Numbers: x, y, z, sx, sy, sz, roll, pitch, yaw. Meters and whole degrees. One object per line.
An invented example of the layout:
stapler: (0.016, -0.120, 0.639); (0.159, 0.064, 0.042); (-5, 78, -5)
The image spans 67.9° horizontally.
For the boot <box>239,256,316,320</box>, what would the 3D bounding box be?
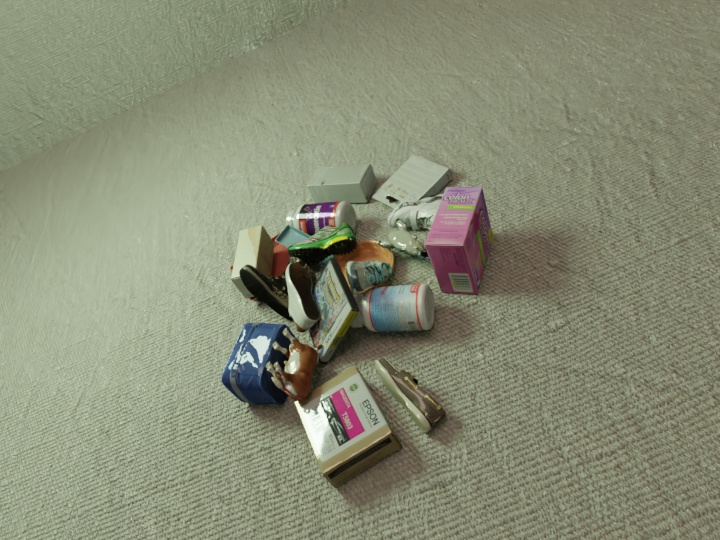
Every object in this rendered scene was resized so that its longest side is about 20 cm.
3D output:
boot: (-0.218, 0.021, 1.454); (0.073, 0.200, 0.151); (-32, 21, 50)

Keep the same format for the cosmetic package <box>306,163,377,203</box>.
cosmetic package: (-0.058, -0.278, 1.725); (0.199, 0.090, 0.107); (-2, 45, 28)

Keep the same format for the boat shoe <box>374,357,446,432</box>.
boat shoe: (0.102, 0.256, 1.150); (0.059, 0.072, 0.200); (-31, 47, -14)

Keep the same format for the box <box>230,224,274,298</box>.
box: (-0.309, -0.027, 1.547); (0.077, 0.095, 0.201); (-15, 46, 12)

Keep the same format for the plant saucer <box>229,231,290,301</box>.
plant saucer: (-0.271, -0.007, 1.603); (0.200, 0.037, 0.200); (-36, 44, -9)

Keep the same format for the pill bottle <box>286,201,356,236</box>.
pill bottle: (-0.119, -0.147, 1.608); (0.199, 0.113, 0.113); (-1, 49, 25)

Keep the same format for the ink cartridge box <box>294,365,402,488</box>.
ink cartridge box: (-0.032, 0.327, 1.141); (0.164, 0.075, 0.200); (-32, 42, -4)

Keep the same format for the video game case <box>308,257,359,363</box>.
video game case: (-0.081, 0.098, 1.337); (0.181, 0.025, 0.200); (-60, 35, 27)

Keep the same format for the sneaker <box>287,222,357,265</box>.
sneaker: (-0.110, -0.076, 1.511); (0.199, 0.078, 0.085); (-14, 51, 3)

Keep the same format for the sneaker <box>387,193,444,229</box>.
sneaker: (0.177, -0.142, 1.488); (0.199, 0.075, 0.115); (-16, 41, 6)

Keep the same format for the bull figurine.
bull figurine: (-0.146, 0.208, 1.220); (0.065, 0.121, 0.200); (-43, 21, 21)

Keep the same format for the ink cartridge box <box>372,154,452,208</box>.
ink cartridge box: (0.159, -0.255, 1.637); (0.200, 0.050, 0.162); (-48, 47, -10)

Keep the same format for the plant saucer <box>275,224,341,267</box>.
plant saucer: (-0.148, -0.064, 1.558); (0.199, 0.019, 0.070); (27, 62, 15)

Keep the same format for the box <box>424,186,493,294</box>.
box: (0.248, -0.074, 1.316); (0.096, 0.176, 0.200); (2, 50, 28)

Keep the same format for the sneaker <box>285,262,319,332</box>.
sneaker: (-0.167, 0.071, 1.393); (0.085, 0.073, 0.201); (-50, 42, 35)

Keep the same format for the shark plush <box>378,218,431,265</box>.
shark plush: (0.144, -0.068, 1.430); (0.200, 0.083, 0.091); (23, 77, 41)

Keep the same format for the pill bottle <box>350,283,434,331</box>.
pill bottle: (0.072, 0.092, 1.290); (0.199, 0.109, 0.109); (-5, 47, 21)

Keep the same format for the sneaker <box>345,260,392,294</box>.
sneaker: (0.024, 0.004, 1.303); (0.086, 0.078, 0.200); (-12, 6, 18)

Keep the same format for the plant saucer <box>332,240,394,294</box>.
plant saucer: (0.000, 0.000, 1.466); (0.199, 0.038, 0.201); (-14, 44, 14)

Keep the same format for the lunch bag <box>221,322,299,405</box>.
lunch bag: (-0.241, 0.217, 1.299); (0.132, 0.136, 0.201); (-2, 49, 24)
